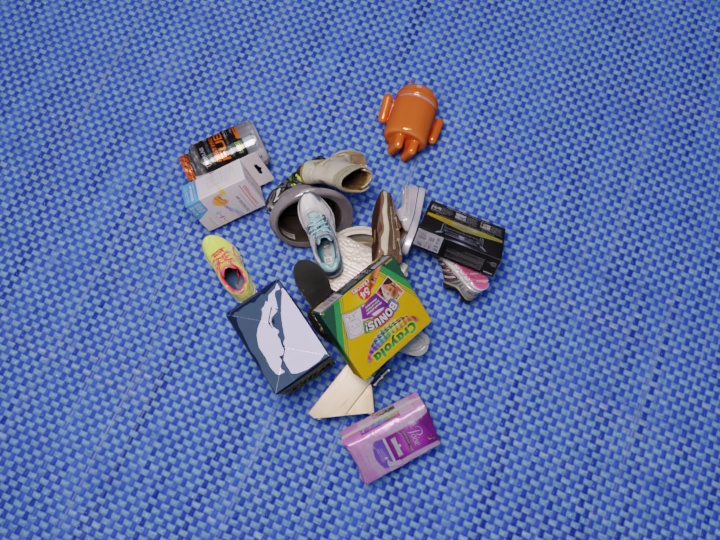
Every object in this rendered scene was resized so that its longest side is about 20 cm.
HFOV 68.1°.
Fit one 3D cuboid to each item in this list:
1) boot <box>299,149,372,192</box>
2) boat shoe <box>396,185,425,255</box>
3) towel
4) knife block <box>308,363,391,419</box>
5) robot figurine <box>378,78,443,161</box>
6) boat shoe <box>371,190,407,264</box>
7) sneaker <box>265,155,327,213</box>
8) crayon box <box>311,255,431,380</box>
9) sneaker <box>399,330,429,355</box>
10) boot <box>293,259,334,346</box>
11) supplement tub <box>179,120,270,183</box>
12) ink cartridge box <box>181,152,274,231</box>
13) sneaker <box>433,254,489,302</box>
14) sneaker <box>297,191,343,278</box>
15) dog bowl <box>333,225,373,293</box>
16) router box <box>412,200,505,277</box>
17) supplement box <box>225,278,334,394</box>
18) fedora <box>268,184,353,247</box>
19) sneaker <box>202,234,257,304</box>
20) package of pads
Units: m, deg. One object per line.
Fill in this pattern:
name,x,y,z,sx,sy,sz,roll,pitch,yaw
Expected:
boot,-0.023,-0.235,1.268,0.154,0.073,0.199,20,32,41
boat shoe,0.110,-0.124,1.293,0.065,0.074,0.201,14,54,3
towel,0.000,0.007,1.220,0.199,0.035,0.133,26,77,7
knife block,-0.023,0.242,1.223,0.198,0.064,0.177,-6,76,0
robot figurine,0.126,-0.381,1.342,0.143,0.117,0.201,13,76,23
boat shoe,0.068,-0.093,1.224,0.074,0.075,0.204,12,57,-13
sneaker,-0.159,-0.218,1.324,0.199,0.083,0.071,-41,79,-7
crayon box,0.028,0.095,1.113,0.200,0.058,0.173,-38,106,-18
sneaker,0.057,0.138,1.215,0.199,0.081,0.077,23,101,-13
boot,-0.099,0.082,1.204,0.069,0.174,0.201,-32,86,-20
supplement tub,-0.335,-0.278,1.320,0.199,0.123,0.123,-27,78,-6
ink cartridge box,-0.309,-0.188,1.280,0.199,0.115,0.068,-25,59,5
sneaker,0.219,-0.001,1.272,0.073,0.088,0.200,-14,51,-35
sneaker,-0.082,-0.084,1.169,0.077,0.086,0.201,-20,87,-6
dog bowl,0.000,0.000,1.275,0.198,0.074,0.202,0,76,0
router box,0.236,-0.079,1.256,0.199,0.052,0.157,22,36,6
supplement box,-0.168,0.154,1.175,0.134,0.200,0.201,-34,78,-7
fedora,-0.124,-0.145,1.286,0.198,0.178,0.091,-14,46,-6
sneaker,-0.316,-0.012,1.273,0.078,0.090,0.200,-38,78,-6
package of pads,0.067,0.367,1.167,0.199,0.076,0.121,-26,111,-5
